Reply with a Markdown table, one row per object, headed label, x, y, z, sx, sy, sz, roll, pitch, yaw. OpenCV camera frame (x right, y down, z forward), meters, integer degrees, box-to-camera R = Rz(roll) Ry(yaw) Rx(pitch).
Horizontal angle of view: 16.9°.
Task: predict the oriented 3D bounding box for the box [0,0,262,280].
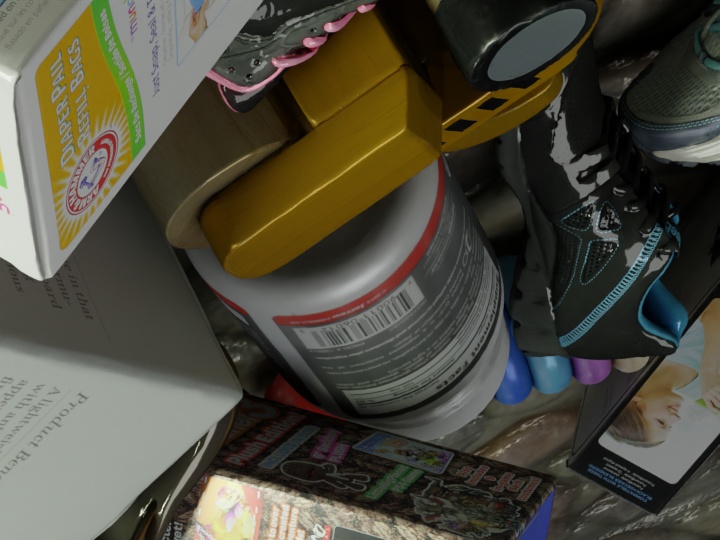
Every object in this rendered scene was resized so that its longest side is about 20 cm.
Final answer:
| label | x | y | z | sx | sy | sz | roll | pitch | yaw |
| --- | --- | --- | --- | --- | --- | --- | --- | --- | --- |
| box | -0.088 | -0.117 | 0.730 | 0.201 | 0.112 | 0.102 | -56 | 164 | -29 |

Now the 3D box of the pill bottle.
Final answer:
| label | x | y | z | sx | sy | sz | roll | pitch | yaw |
| --- | --- | --- | --- | --- | --- | --- | --- | --- | --- |
| pill bottle | 0.000 | 0.000 | 1.084 | 0.115 | 0.116 | 0.200 | -30 | 152 | 2 |

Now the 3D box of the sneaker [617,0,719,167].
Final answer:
| label | x | y | z | sx | sy | sz | roll | pitch | yaw |
| --- | --- | --- | --- | --- | --- | --- | --- | --- | --- |
| sneaker | 0.196 | -0.129 | 1.120 | 0.199 | 0.078 | 0.087 | -35 | 140 | -5 |

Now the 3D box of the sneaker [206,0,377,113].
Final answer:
| label | x | y | z | sx | sy | sz | roll | pitch | yaw |
| --- | --- | --- | --- | --- | --- | --- | --- | --- | --- |
| sneaker | -0.027 | -0.105 | 0.855 | 0.198 | 0.079 | 0.096 | -3 | 110 | 6 |

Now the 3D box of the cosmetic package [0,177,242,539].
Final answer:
| label | x | y | z | sx | sy | sz | roll | pitch | yaw |
| --- | --- | --- | --- | --- | --- | --- | --- | --- | --- |
| cosmetic package | -0.185 | 0.018 | 0.892 | 0.165 | 0.166 | 0.199 | -40 | 149 | 21 |

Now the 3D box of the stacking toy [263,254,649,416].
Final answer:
| label | x | y | z | sx | sy | sz | roll | pitch | yaw |
| --- | --- | --- | --- | --- | --- | --- | --- | --- | --- |
| stacking toy | 0.045 | 0.048 | 1.245 | 0.199 | 0.086 | 0.086 | -24 | 151 | -3 |

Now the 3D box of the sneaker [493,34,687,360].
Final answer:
| label | x | y | z | sx | sy | sz | roll | pitch | yaw |
| --- | --- | --- | --- | --- | --- | --- | --- | --- | --- |
| sneaker | 0.109 | -0.041 | 1.110 | 0.081 | 0.073 | 0.201 | 8 | 136 | 19 |

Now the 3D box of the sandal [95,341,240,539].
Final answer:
| label | x | y | z | sx | sy | sz | roll | pitch | yaw |
| --- | --- | --- | --- | --- | --- | --- | --- | --- | --- |
| sandal | -0.114 | 0.111 | 1.014 | 0.201 | 0.081 | 0.055 | -58 | 172 | 21 |

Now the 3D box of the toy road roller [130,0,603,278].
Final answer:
| label | x | y | z | sx | sy | sz | roll | pitch | yaw |
| --- | --- | --- | --- | --- | --- | --- | --- | --- | --- |
| toy road roller | 0.002 | -0.087 | 0.948 | 0.199 | 0.123 | 0.146 | -34 | 162 | 6 |

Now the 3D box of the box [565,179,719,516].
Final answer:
| label | x | y | z | sx | sy | sz | roll | pitch | yaw |
| --- | --- | --- | --- | --- | --- | --- | --- | --- | --- |
| box | 0.190 | 0.023 | 1.288 | 0.060 | 0.117 | 0.200 | 28 | 129 | -7 |

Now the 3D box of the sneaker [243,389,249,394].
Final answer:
| label | x | y | z | sx | sy | sz | roll | pitch | yaw |
| --- | --- | --- | --- | --- | --- | --- | --- | --- | --- |
| sneaker | -0.139 | 0.112 | 1.188 | 0.199 | 0.076 | 0.091 | -5 | 152 | -32 |

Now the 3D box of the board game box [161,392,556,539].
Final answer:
| label | x | y | z | sx | sy | sz | roll | pitch | yaw |
| --- | --- | --- | --- | --- | --- | --- | --- | --- | --- |
| board game box | -0.030 | 0.154 | 1.079 | 0.097 | 0.199 | 0.161 | -37 | 139 | -67 |
